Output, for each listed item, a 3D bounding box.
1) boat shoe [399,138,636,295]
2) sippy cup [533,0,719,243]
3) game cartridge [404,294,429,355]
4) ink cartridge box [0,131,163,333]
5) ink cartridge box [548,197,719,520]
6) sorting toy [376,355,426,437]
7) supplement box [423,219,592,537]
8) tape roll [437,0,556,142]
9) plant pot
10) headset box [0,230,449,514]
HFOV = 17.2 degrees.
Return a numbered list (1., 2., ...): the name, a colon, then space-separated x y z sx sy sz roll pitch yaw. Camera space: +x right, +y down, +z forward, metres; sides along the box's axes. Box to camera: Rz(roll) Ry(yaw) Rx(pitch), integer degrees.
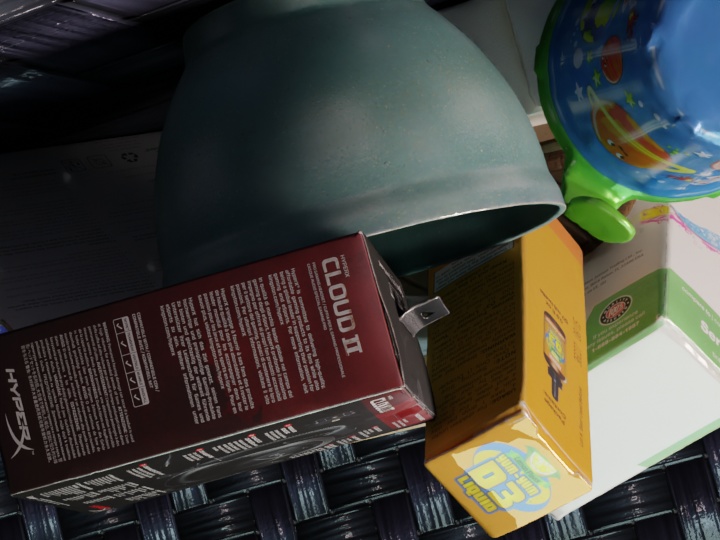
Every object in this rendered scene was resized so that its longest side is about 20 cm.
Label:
1. boat shoe: 0.087 -0.036 1.379 0.200 0.072 0.076 -28 -161 39
2. sippy cup: 0.167 -0.103 1.167 0.140 0.178 0.130 -1 179 -11
3. game cartridge: -0.065 0.059 1.259 0.200 0.040 0.133 -25 170 26
4. ink cartridge box: -0.132 -0.003 1.286 0.200 0.041 0.200 -10 -144 -32
5. ink cartridge box: 0.146 0.023 1.372 0.145 0.088 0.200 -35 -153 29
6. sorting toy: 0.000 0.000 1.483 0.199 0.200 0.070 -10 -178 -36
7. supplement box: 0.074 0.040 1.216 0.069 0.067 0.200 -31 -152 21
8. tape roll: 0.081 -0.102 1.342 0.202 0.071 0.202 -14 173 -2
9. plant pot: -0.014 -0.067 1.159 0.200 0.134 0.200 -14 174 -2
10. headset box: -0.056 0.048 1.093 0.200 0.077 0.149 -17 170 5
